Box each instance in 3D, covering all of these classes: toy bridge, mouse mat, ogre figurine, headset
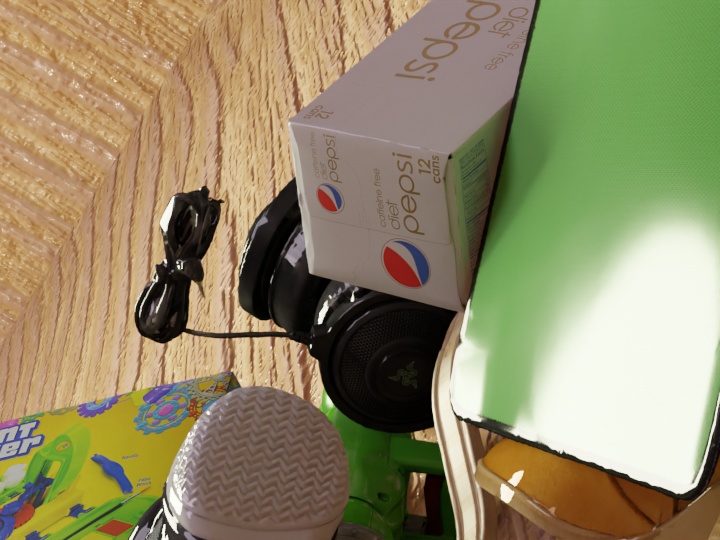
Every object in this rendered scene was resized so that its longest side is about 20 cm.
[{"bbox_3d":[0.061,0.045,0.947,0.027,0.067,0.201,-46,17,46],"label":"toy bridge"},{"bbox_3d":[0.076,-0.024,0.746,0.200,0.007,0.162,-167,90,-73],"label":"mouse mat"},{"bbox_3d":[-0.009,0.107,1.040,0.200,0.098,0.120,-48,-19,-50],"label":"ogre figurine"},{"bbox_3d":[0.000,0.000,1.003,0.123,0.199,0.094,44,129,40],"label":"headset"}]

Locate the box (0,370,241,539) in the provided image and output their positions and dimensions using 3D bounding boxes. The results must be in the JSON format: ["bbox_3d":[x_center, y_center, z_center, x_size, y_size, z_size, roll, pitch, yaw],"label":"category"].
[{"bbox_3d":[-0.139,0.167,1.131,0.199,0.122,0.193,-13,35,23],"label":"box"}]

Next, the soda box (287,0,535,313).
[{"bbox_3d":[0.057,-0.067,0.916,0.200,0.068,0.064,-43,-44,-44],"label":"soda box"}]

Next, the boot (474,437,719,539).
[{"bbox_3d":[0.116,0.029,0.759,0.145,0.071,0.201,-62,20,-7],"label":"boot"}]

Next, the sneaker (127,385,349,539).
[{"bbox_3d":[-0.061,0.148,0.911,0.114,0.075,0.201,122,168,-60],"label":"sneaker"}]
